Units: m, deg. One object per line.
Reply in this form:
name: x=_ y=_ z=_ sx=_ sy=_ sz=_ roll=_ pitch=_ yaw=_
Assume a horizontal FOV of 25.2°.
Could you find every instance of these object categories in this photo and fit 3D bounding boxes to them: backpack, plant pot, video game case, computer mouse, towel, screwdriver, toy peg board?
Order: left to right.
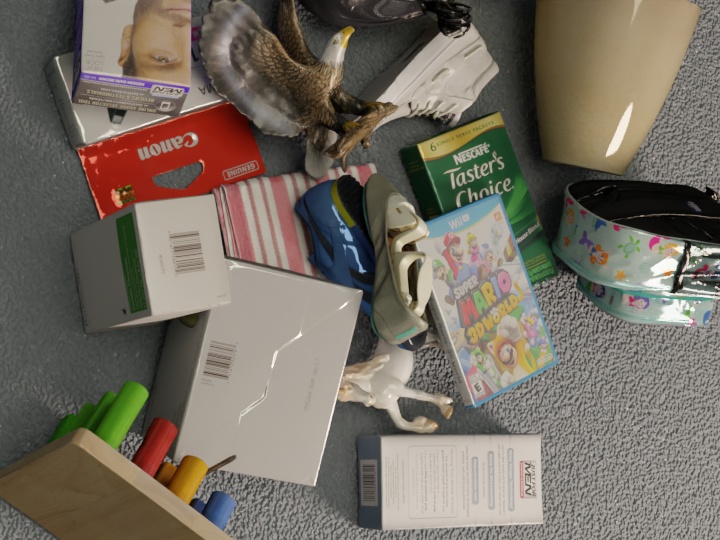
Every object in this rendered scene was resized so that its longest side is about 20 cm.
toy peg board: x=-0.212 y=0.202 z=1.516 sx=0.199 sy=0.200 sz=0.098 roll=40 pitch=54 yaw=-17
screwdriver: x=-0.157 y=0.194 z=1.536 sx=0.028 sy=0.200 sz=0.029 roll=11 pitch=63 yaw=-24
towel: x=-0.055 y=-0.032 z=1.710 sx=0.199 sy=0.030 sz=0.147 roll=-10 pitch=88 yaw=-29
computer mouse: x=0.014 y=-0.285 z=1.733 sx=0.199 sy=0.139 sz=0.053 roll=8 pitch=115 yaw=-14
video game case: x=0.132 y=0.030 z=1.733 sx=0.143 sy=0.018 sz=0.201 roll=-23 pitch=94 yaw=-39
plant pot: x=0.273 y=-0.214 z=1.824 sx=0.187 sy=0.187 sz=0.201 roll=9 pitch=94 yaw=-25
backpack: x=0.316 y=-0.026 z=1.809 sx=0.199 sy=0.178 sz=0.151 roll=8 pitch=111 yaw=-25

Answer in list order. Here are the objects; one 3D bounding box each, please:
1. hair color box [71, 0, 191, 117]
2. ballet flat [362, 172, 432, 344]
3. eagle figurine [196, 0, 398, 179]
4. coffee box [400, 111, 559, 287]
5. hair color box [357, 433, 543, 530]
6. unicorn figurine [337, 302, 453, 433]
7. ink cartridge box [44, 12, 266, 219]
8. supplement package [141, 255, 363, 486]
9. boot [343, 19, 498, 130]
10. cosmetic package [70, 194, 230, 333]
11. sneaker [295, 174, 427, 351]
hair color box: x=-0.224 y=-0.257 z=1.589 sx=0.109 sy=0.065 sz=0.201 roll=6 pitch=64 yaw=-17
ballet flat: x=0.044 y=-0.019 z=1.627 sx=0.067 sy=0.064 sz=0.201 roll=34 pitch=43 yaw=-44
eagle figurine: x=-0.061 y=-0.205 z=1.658 sx=0.200 sy=0.152 sz=0.151 roll=38 pitch=86 yaw=7
coffee box: x=0.134 y=-0.065 z=1.796 sx=0.123 sy=0.044 sz=0.201 roll=-22 pitch=94 yaw=-27
hair color box: x=0.098 y=0.226 z=1.736 sx=0.199 sy=0.061 sz=0.100 roll=2 pitch=83 yaw=-26
unicorn figurine: x=0.039 y=0.108 z=1.706 sx=0.137 sy=0.074 sz=0.200 roll=28 pitch=43 yaw=-9
ink cartridge box: x=-0.200 y=-0.157 z=1.641 sx=0.199 sy=0.044 sz=0.174 roll=-21 pitch=92 yaw=-27
supplement package: x=-0.109 y=0.094 z=1.597 sx=0.155 sy=0.111 sz=0.201 roll=14 pitch=90 yaw=-24
boot: x=0.073 y=-0.191 z=1.766 sx=0.200 sy=0.073 sz=0.096 roll=-45 pitch=108 yaw=-19
cosmetic package: x=-0.203 y=-0.003 z=1.533 sx=0.084 sy=0.200 sz=0.108 roll=-9 pitch=86 yaw=-29
sneaker: x=0.000 y=0.000 z=1.681 sx=0.201 sy=0.078 sz=0.066 roll=61 pitch=30 yaw=-3
